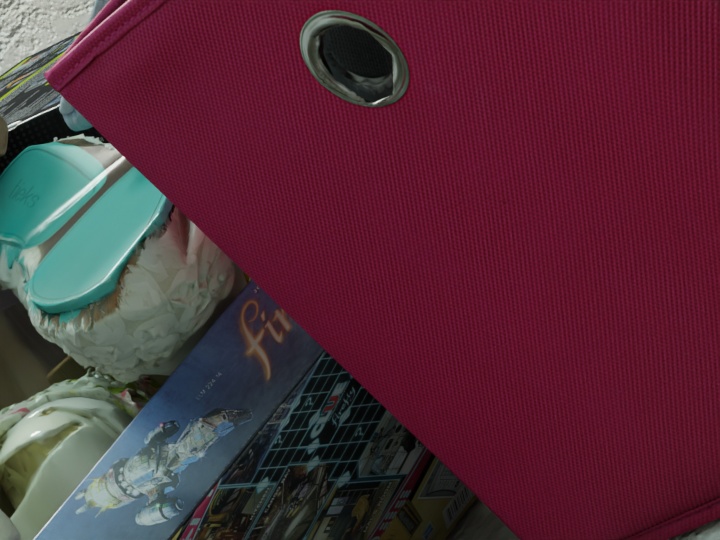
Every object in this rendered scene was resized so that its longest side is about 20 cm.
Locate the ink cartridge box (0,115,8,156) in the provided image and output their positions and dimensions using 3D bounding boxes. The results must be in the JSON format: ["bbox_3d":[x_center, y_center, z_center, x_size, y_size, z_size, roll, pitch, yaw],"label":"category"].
[{"bbox_3d":[-0.206,0.019,0.888,0.164,0.075,0.201,-13,48,13],"label":"ink cartridge box"}]

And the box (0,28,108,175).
[{"bbox_3d":[-0.106,-0.057,1.062,0.160,0.044,0.200,-23,13,29],"label":"box"}]

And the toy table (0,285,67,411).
[{"bbox_3d":[-0.147,0.046,1.113,0.184,0.118,0.200,-36,15,-31],"label":"toy table"}]

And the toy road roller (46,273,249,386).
[{"bbox_3d":[0.000,0.000,0.977,0.200,0.123,0.146,-38,0,18],"label":"toy road roller"}]

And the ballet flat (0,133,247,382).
[{"bbox_3d":[-0.064,-0.002,0.828,0.072,0.072,0.200,-46,18,-4],"label":"ballet flat"}]

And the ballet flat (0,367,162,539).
[{"bbox_3d":[-0.100,0.079,0.777,0.200,0.076,0.064,-41,-7,-44],"label":"ballet flat"}]

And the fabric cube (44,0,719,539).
[{"bbox_3d":[0.078,-0.073,0.717,0.196,0.199,0.200,-32,17,50],"label":"fabric cube"}]

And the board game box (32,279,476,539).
[{"bbox_3d":[-0.042,0.091,0.794,0.200,0.035,0.136,-50,-30,-23],"label":"board game box"}]

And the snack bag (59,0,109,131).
[{"bbox_3d":[-0.017,-0.136,0.853,0.188,0.021,0.201,-22,-44,-67],"label":"snack bag"}]
